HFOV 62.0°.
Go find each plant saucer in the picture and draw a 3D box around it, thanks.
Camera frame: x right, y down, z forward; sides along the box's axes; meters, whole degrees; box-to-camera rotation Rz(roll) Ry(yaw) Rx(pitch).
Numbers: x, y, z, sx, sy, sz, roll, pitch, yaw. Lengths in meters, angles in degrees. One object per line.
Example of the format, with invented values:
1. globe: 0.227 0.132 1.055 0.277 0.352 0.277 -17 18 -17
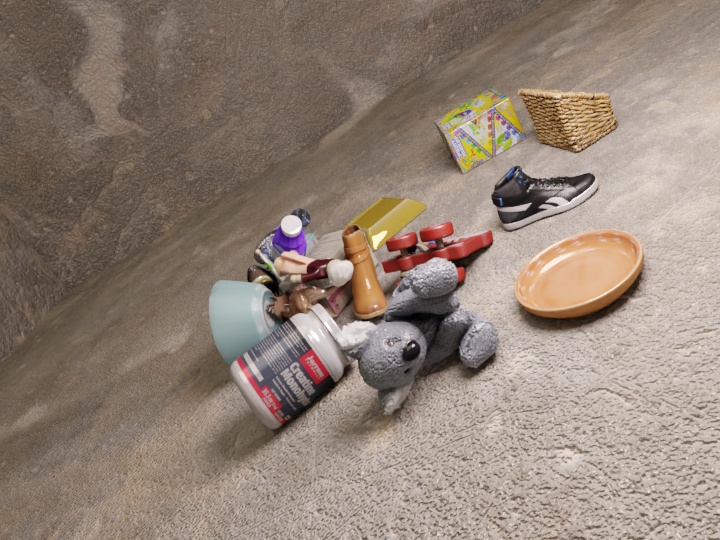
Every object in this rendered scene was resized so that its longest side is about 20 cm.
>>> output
1. plant saucer: 0.050 -0.137 1.604 0.199 0.049 0.199 -40 23 -17
2. plant saucer: 0.336 0.009 0.924 0.198 0.038 0.201 -28 21 12

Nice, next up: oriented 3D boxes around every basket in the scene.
1. basket: 0.486 -0.384 1.388 0.141 0.150 0.200 -32 21 1

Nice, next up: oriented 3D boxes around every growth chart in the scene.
1. growth chart: -0.200 0.010 1.462 0.018 0.145 0.200 -40 2 -6

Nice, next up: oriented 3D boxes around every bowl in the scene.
1. bowl: -0.239 0.109 1.312 0.103 0.204 0.202 -13 26 12

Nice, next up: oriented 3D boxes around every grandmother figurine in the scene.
1. grandmother figurine: -0.094 -0.005 1.230 0.198 0.061 0.121 6 35 43

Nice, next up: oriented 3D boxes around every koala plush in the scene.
1. koala plush: 0.071 0.109 0.923 0.200 0.178 0.183 -41 12 -21

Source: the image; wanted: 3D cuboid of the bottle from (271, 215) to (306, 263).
1. bottle: -0.166 -0.060 1.401 0.066 0.083 0.201 -51 -7 -24

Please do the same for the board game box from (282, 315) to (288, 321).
1. board game box: -0.262 0.135 1.501 0.198 0.020 0.103 -28 21 12

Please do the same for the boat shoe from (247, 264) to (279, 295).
1. boat shoe: -0.231 0.034 1.467 0.072 0.066 0.200 -25 -15 -8

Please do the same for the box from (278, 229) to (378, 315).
1. box: -0.071 0.008 1.383 0.127 0.110 0.200 -10 31 44

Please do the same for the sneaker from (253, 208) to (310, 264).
1. sneaker: -0.213 -0.082 1.631 0.200 0.076 0.077 -44 2 -28

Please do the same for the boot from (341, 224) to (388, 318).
1. boot: 0.000 0.000 1.226 0.072 0.157 0.200 -15 21 -5

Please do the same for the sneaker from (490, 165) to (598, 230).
1. sneaker: 0.351 -0.165 1.164 0.198 0.113 0.073 -25 23 18

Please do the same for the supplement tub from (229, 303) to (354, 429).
1. supplement tub: -0.119 0.169 1.071 0.199 0.141 0.140 -37 22 -10

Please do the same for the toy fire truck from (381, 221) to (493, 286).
1. toy fire truck: 0.151 -0.033 1.201 0.198 0.114 0.167 -14 4 38

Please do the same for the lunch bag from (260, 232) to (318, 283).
1. lunch bag: -0.209 -0.018 1.667 0.159 0.078 0.200 -10 30 43

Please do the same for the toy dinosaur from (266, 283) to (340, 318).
1. toy dinosaur: -0.127 0.069 1.263 0.085 0.136 0.200 -20 -21 -46

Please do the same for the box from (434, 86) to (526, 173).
1. box: 0.325 -0.393 1.661 0.190 0.123 0.201 -28 23 11
